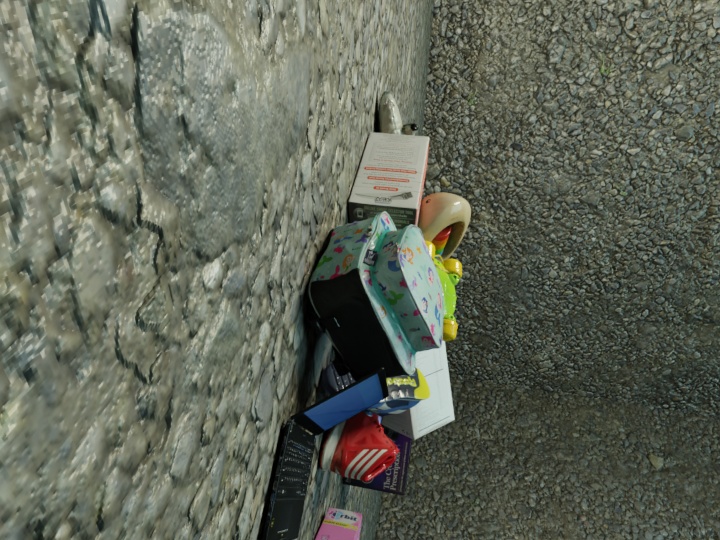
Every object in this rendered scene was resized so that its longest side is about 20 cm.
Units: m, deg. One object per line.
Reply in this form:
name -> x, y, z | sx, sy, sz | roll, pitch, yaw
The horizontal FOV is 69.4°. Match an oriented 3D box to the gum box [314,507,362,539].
gum box -> -0.047, 0.537, 0.895 | 0.113, 0.066, 0.202 | -29, 126, -78

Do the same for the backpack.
backpack -> 0.026, 0.021, 0.688 | 0.201, 0.150, 0.178 | -82, 150, -58

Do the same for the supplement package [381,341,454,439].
supplement package -> 0.102, 0.209, 1.038 | 0.109, 0.113, 0.202 | 3, -76, 56

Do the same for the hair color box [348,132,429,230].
hair color box -> 0.052, -0.151, 0.881 | 0.064, 0.110, 0.201 | 88, 12, -46

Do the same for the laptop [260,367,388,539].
laptop -> -0.031, 0.228, 0.629 | 0.178, 0.102, 0.202 | 77, 21, -66

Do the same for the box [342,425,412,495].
box -> 0.045, 0.375, 1.154 | 0.079, 0.140, 0.202 | 41, 56, -77

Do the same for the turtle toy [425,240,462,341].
turtle toy -> 0.085, 0.031, 0.868 | 0.199, 0.101, 0.147 | 28, 61, -35

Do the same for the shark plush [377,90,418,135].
shark plush -> 0.068, -0.280, 1.062 | 0.200, 0.090, 0.084 | 38, 29, -75

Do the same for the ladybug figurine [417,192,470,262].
ladybug figurine -> 0.127, -0.066, 0.938 | 0.135, 0.072, 0.201 | -24, 150, -28

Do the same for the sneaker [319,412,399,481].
sneaker -> 0.020, 0.261, 0.872 | 0.079, 0.115, 0.201 | 89, 23, -50

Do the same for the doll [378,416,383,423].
doll -> 0.013, 0.259, 0.960 | 0.136, 0.048, 0.201 | -25, -133, 49

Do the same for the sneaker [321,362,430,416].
sneaker -> 0.017, 0.190, 0.808 | 0.082, 0.199, 0.074 | -43, -135, 36
